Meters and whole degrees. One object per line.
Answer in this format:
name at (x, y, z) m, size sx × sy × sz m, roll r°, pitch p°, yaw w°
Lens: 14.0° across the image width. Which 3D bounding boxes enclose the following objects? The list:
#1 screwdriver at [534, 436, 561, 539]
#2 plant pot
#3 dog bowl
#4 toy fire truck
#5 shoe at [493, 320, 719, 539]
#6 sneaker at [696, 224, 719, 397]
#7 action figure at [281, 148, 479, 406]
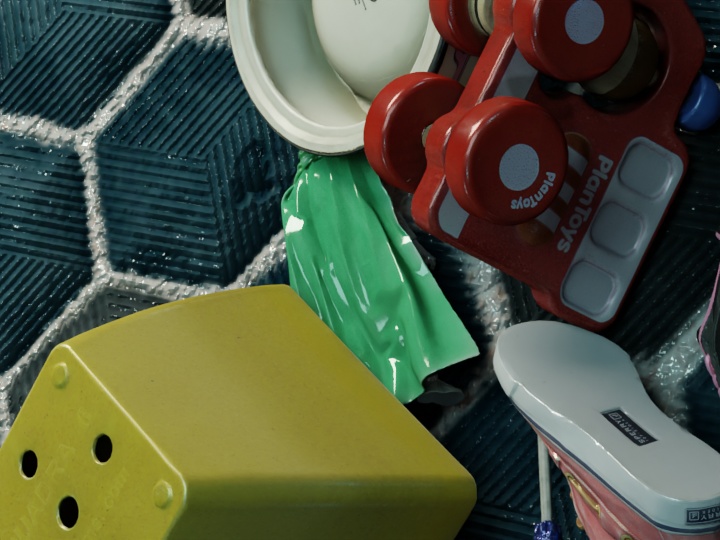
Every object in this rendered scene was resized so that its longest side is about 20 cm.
screwdriver at (0.098, 0.121, 1.589) m, size 0.028 × 0.029 × 0.200 m, roll -17°, pitch 65°, yaw 30°
plant pot at (-0.094, 0.135, 1.600) m, size 0.200 × 0.176 × 0.200 m, roll 45°, pitch 115°, yaw 36°
dog bowl at (0.010, -0.165, 1.698) m, size 0.200 × 0.074 × 0.201 m, roll 1°, pitch 91°, yaw 49°
toy fire truck at (0.112, -0.085, 1.585) m, size 0.112 × 0.168 × 0.200 m, roll 22°, pitch 85°, yaw 58°
shoe at (0.129, 0.108, 1.545) m, size 0.200 × 0.071 × 0.091 m, roll 45°, pitch 140°, yaw 50°
sneaker at (0.213, 0.049, 1.533) m, size 0.095 × 0.079 × 0.200 m, roll -15°, pitch 62°, yaw 53°
action figure at (0.000, 0.000, 1.694) m, size 0.118 × 0.055 × 0.200 m, roll -33°, pitch 57°, yaw 22°
